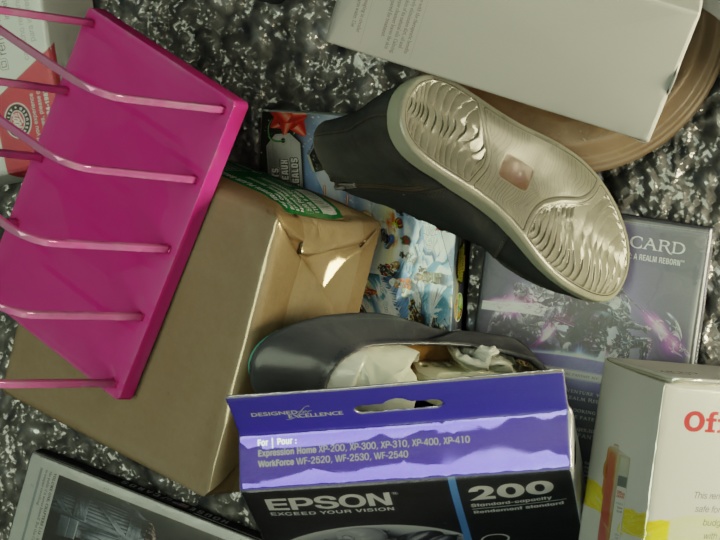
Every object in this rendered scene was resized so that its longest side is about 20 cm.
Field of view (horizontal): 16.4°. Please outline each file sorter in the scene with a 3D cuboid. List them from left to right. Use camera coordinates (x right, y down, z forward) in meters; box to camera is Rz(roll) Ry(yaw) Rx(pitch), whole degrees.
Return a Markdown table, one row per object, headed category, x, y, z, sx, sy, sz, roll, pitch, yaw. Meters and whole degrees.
| category | x | y | z | sx | sy | sz | roll | pitch | yaw |
| --- | --- | --- | --- | --- | --- | --- | --- | --- | --- |
| file sorter | -0.188 | -0.043 | 1.488 | 0.139 | 0.125 | 0.200 | 34 | 110 | 35 |

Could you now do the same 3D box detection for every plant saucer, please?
| category | x | y | z | sx | sy | sz | roll | pitch | yaw |
| --- | --- | --- | --- | --- | --- | --- | --- | --- | --- |
| plant saucer | 0.127 | -0.159 | 1.534 | 0.199 | 0.029 | 0.201 | -1 | 86 | 10 |

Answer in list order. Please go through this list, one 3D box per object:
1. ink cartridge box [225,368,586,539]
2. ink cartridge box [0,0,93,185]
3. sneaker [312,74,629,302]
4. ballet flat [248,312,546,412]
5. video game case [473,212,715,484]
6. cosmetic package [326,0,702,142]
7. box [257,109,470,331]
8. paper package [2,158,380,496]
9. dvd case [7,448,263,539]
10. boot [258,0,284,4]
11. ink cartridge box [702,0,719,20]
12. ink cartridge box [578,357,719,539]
| category | x | y | z | sx | sy | sz | roll | pitch | yaw |
| --- | --- | --- | --- | --- | --- | --- | --- | --- | --- |
| ink cartridge box | 0.032 | 0.124 | 1.482 | 0.198 | 0.200 | 0.044 | -5 | 61 | 7 |
| ink cartridge box | -0.275 | -0.124 | 1.659 | 0.199 | 0.086 | 0.148 | -10 | 90 | 17 |
| sneaker | 0.071 | -0.047 | 1.529 | 0.200 | 0.106 | 0.075 | 39 | 65 | -24 |
| ballet flat | 0.032 | 0.065 | 1.497 | 0.073 | 0.200 | 0.073 | -10 | 78 | 57 |
| video game case | 0.138 | 0.062 | 1.569 | 0.142 | 0.019 | 0.201 | 9 | 95 | 17 |
| cosmetic package | 0.092 | -0.162 | 1.443 | 0.199 | 0.085 | 0.108 | 17 | 135 | -3 |
| box | 0.000 | 0.000 | 1.599 | 0.137 | 0.040 | 0.201 | 5 | 95 | 17 |
| paper package | -0.110 | 0.023 | 1.569 | 0.200 | 0.103 | 0.191 | 24 | 105 | 37 |
| dvd case | -0.148 | 0.222 | 1.671 | 0.200 | 0.025 | 0.151 | 19 | 100 | 17 |
| boot | -0.022 | -0.237 | 1.538 | 0.165 | 0.066 | 0.200 | 52 | 130 | 19 |
| ink cartridge box | 0.290 | -0.148 | 1.451 | 0.200 | 0.068 | 0.115 | 35 | 108 | -2 |
| ink cartridge box | 0.210 | 0.157 | 1.483 | 0.145 | 0.083 | 0.201 | 5 | 97 | -24 |
